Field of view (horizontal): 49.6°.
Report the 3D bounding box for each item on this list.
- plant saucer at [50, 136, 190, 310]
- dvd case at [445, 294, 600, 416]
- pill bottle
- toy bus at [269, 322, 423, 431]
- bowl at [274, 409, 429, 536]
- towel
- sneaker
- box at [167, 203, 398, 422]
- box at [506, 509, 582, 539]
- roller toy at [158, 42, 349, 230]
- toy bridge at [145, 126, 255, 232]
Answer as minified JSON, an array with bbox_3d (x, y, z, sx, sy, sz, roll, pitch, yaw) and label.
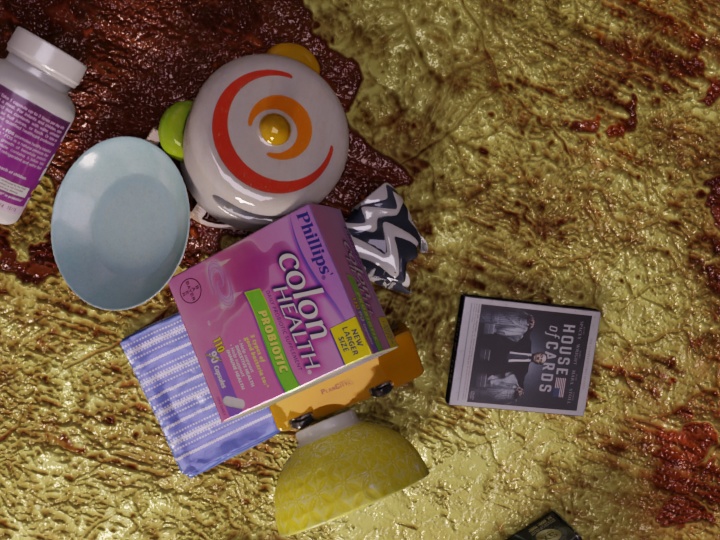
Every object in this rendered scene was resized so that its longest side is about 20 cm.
[{"bbox_3d":[-0.274,-0.054,0.912,0.200,0.039,0.203,-2,85,22],"label":"plant saucer"},{"bbox_3d":[0.222,0.117,1.061,0.199,0.025,0.151,6,96,-10],"label":"dvd case"},{"bbox_3d":[-0.391,-0.163,0.870,0.112,0.112,0.201,30,91,-12],"label":"pill bottle"},{"bbox_3d":[-0.023,0.133,0.990,0.199,0.078,0.065,-21,101,-7],"label":"toy bus"},{"bbox_3d":[-0.026,0.237,0.960,0.199,0.200,0.108,-21,79,-7],"label":"bowl"},{"bbox_3d":[-0.199,0.148,0.989,0.144,0.024,0.201,-24,100,-7],"label":"towel"},{"bbox_3d":[0.000,0.000,0.977,0.199,0.079,0.130,-42,94,-13],"label":"sneaker"},{"bbox_3d":[-0.088,0.049,0.884,0.199,0.097,0.177,-26,81,17],"label":"box"},{"bbox_3d":[0.237,0.462,1.074,0.199,0.086,0.164,-30,100,-5],"label":"box"},{"bbox_3d":[-0.108,-0.145,0.891,0.199,0.140,0.183,-32,94,-21],"label":"roller toy"},{"bbox_3d":[-0.186,-0.091,0.959,0.199,0.027,0.067,35,92,-12],"label":"toy bridge"}]
